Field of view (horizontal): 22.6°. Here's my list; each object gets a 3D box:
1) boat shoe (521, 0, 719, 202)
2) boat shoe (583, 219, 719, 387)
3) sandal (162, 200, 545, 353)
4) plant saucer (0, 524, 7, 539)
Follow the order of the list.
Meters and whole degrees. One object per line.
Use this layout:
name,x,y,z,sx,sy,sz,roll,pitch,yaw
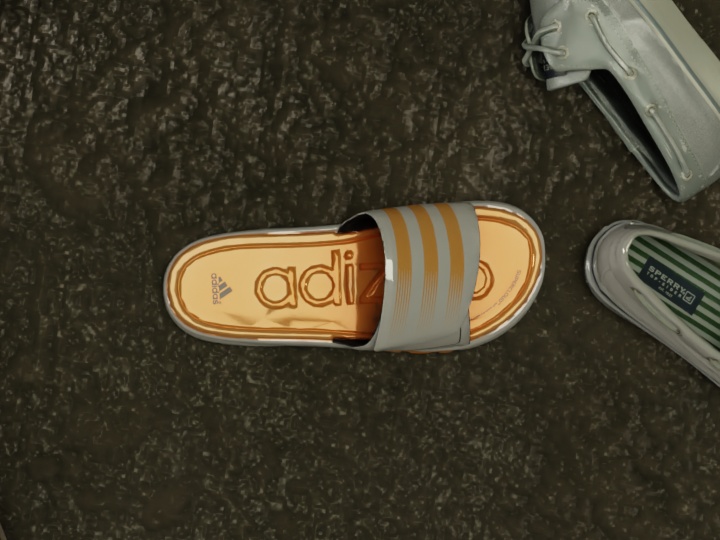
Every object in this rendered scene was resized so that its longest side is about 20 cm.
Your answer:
boat shoe,0.125,-0.121,0.952,0.071,0.070,0.201,-44,96,-9
boat shoe,0.211,0.037,0.959,0.198,0.067,0.074,23,87,-5
sandal,0.000,0.009,0.940,0.204,0.059,0.080,-6,90,-7
plant saucer,-0.270,0.166,0.885,0.198,0.032,0.202,-10,114,-23
